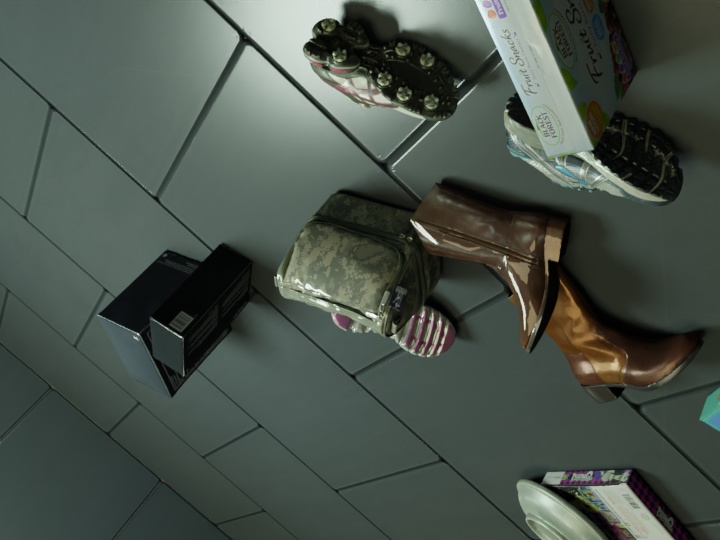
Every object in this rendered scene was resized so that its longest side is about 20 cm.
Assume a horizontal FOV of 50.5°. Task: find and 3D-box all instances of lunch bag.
[{"bbox_3d":[0.000,0.000,1.079,0.200,0.168,0.139,19,141,25],"label":"lunch bag"}]

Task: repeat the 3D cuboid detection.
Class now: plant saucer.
[{"bbox_3d":[0.347,0.451,1.336,0.200,0.050,0.200,38,162,15],"label":"plant saucer"}]

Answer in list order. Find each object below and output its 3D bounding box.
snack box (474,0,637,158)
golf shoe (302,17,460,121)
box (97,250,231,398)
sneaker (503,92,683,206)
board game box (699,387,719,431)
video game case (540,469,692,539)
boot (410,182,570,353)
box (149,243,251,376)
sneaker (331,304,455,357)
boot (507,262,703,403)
[{"bbox_3d":[0.176,-0.225,0.688,0.053,0.142,0.200,-5,127,45],"label":"snack box"},{"bbox_3d":[0.028,-0.226,0.899,0.200,0.077,0.088,31,165,15],"label":"golf shoe"},{"bbox_3d":[-0.383,0.105,1.516,0.123,0.198,0.200,18,140,26],"label":"box"},{"bbox_3d":[0.246,-0.122,0.819,0.200,0.078,0.086,33,158,20],"label":"sneaker"},{"bbox_3d":[0.541,0.187,0.914,0.200,0.045,0.152,31,145,9],"label":"board game box"},{"bbox_3d":[0.430,0.411,1.274,0.200,0.036,0.181,48,145,-13],"label":"video game case"},{"bbox_3d":[0.155,-0.005,0.986,0.200,0.064,0.187,16,106,24],"label":"boot"},{"bbox_3d":[-0.288,0.071,1.388,0.079,0.200,0.141,29,143,12],"label":"box"},{"bbox_3d":[0.053,0.070,1.200,0.200,0.088,0.081,19,103,-4],"label":"sneaker"},{"bbox_3d":[0.312,0.063,0.987,0.200,0.068,0.188,51,148,-1],"label":"boot"}]
